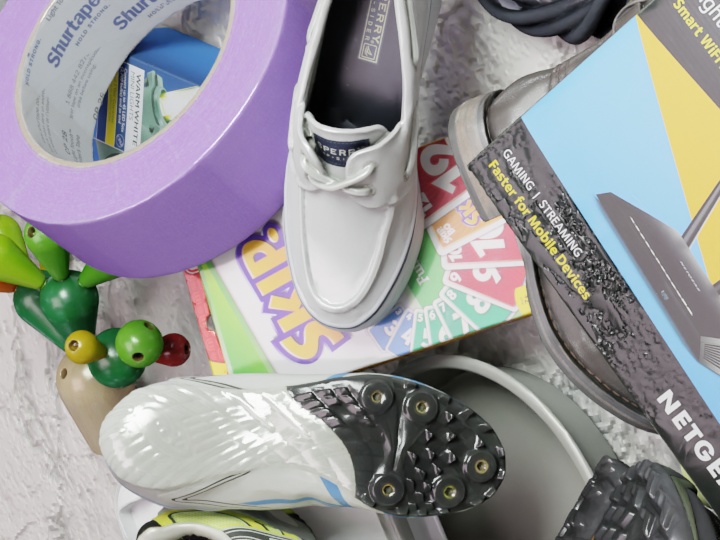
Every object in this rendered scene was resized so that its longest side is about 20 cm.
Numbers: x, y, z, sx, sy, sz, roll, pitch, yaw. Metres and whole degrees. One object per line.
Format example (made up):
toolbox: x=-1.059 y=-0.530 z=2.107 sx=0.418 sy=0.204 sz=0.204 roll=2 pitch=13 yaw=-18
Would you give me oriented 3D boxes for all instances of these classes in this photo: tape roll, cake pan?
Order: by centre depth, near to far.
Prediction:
cake pan: x=0.071 y=0.136 z=1.387 sx=0.200 sy=0.037 sz=0.200 roll=20 pitch=117 yaw=46
tape roll: x=-0.102 y=-0.099 z=1.408 sx=0.200 sy=0.066 sz=0.200 roll=-19 pitch=54 yaw=28

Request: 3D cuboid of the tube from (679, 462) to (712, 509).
tube: x=0.224 y=0.067 z=1.176 sx=0.200 sy=0.052 sz=0.058 roll=-12 pitch=124 yaw=47

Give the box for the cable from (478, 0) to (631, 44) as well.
cable: x=0.077 y=-0.185 z=1.264 sx=0.163 sy=0.051 sz=0.200 roll=-44 pitch=69 yaw=47

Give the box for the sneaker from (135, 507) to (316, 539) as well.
sneaker: x=-0.027 y=0.170 z=1.350 sx=0.200 sy=0.076 sz=0.075 roll=21 pitch=108 yaw=33

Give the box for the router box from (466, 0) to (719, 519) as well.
router box: x=0.159 y=-0.011 z=1.145 sx=0.149 sy=0.051 sz=0.200 roll=-42 pitch=78 yaw=30

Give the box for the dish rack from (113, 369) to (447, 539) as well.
dish rack: x=-0.046 y=0.150 z=1.438 sx=0.200 sy=0.044 sz=0.172 roll=-29 pitch=79 yaw=37

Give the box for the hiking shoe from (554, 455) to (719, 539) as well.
hiking shoe: x=0.146 y=0.131 z=1.200 sx=0.101 sy=0.200 sz=0.076 roll=27 pitch=95 yaw=-5

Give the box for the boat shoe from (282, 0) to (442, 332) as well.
boat shoe: x=-0.007 y=-0.065 z=1.307 sx=0.073 sy=0.065 sz=0.200 roll=7 pitch=103 yaw=16

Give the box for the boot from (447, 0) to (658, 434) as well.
boot: x=0.145 y=-0.035 z=1.217 sx=0.174 sy=0.069 sz=0.200 roll=-28 pitch=99 yaw=36

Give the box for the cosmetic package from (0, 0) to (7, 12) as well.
cosmetic package: x=-0.207 y=-0.204 z=1.554 sx=0.090 sy=0.107 sz=0.200 roll=11 pitch=112 yaw=47

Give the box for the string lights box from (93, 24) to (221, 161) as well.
string lights box: x=-0.080 y=-0.061 z=1.485 sx=0.200 sy=0.059 sz=0.103 roll=24 pitch=118 yaw=43

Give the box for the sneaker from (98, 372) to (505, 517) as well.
sneaker: x=-0.027 y=0.085 z=1.355 sx=0.200 sy=0.072 sz=0.072 roll=3 pitch=86 yaw=7

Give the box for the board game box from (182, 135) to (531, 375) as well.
board game box: x=0.000 y=0.000 z=1.368 sx=0.200 sy=0.030 sz=0.096 roll=-19 pitch=84 yaw=27

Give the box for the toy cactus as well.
toy cactus: x=-0.159 y=0.029 z=1.603 sx=0.200 sy=0.102 sz=0.165 roll=22 pitch=137 yaw=42
